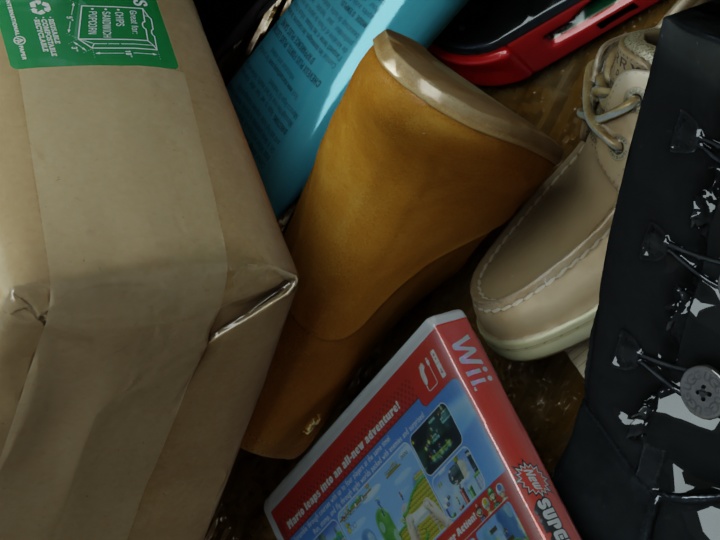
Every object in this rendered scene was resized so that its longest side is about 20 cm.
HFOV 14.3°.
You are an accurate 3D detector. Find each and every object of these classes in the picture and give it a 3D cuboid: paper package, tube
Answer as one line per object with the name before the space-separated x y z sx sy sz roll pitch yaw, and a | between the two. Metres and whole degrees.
paper package | -0.112 -0.005 0.976 0.191 0.103 0.201 113 146 -42
tube | 0.009 -0.098 1.008 0.200 0.050 0.078 -49 29 11

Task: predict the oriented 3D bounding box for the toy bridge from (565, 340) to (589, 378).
toy bridge | 0.095 0.046 0.992 0.200 0.027 0.067 -41 70 14

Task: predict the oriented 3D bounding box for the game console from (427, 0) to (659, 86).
game console | 0.082 -0.180 1.035 0.199 0.031 0.178 -29 67 16

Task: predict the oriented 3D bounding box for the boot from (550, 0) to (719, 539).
boot | 0.150 0.031 0.912 0.164 0.066 0.201 20 107 14

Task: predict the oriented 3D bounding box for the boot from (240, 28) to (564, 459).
boot | -0.001 0.000 0.953 0.071 0.201 0.144 35 91 4

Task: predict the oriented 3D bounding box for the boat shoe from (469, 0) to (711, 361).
boat shoe | 0.103 -0.055 0.971 0.200 0.064 0.071 -46 30 4

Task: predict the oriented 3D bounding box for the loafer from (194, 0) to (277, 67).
loafer | -0.036 -0.123 1.013 0.200 0.072 0.063 -48 31 44

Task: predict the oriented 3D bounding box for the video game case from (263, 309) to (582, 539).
video game case | 0.042 0.133 0.965 0.201 0.017 0.143 63 143 18
